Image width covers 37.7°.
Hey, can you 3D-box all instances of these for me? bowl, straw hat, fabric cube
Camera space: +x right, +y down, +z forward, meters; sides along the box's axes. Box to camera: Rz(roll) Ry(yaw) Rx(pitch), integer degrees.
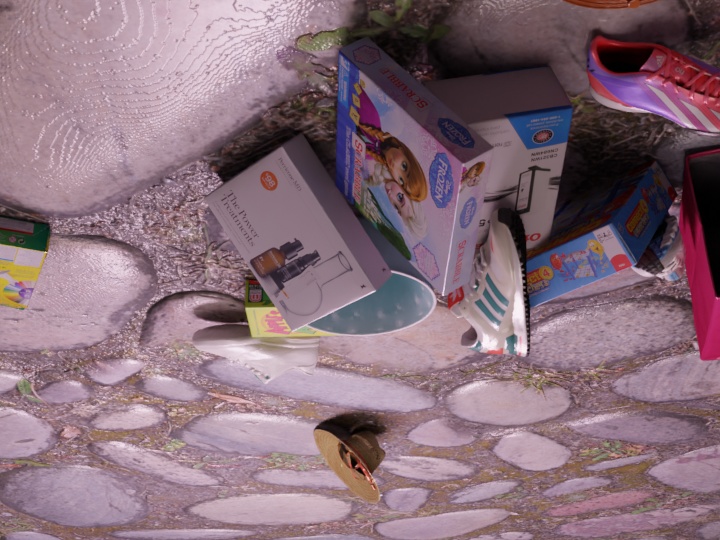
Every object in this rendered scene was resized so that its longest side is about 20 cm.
[{"bbox_3d":[0.000,0.000,1.409,0.199,0.106,0.201,-1,151,-1],"label":"bowl"},{"bbox_3d":[0.003,0.363,2.093,0.085,0.201,0.201,-39,162,-23],"label":"straw hat"},{"bbox_3d":[0.506,-0.023,1.292,0.195,0.201,0.200,-8,153,10],"label":"fabric cube"}]

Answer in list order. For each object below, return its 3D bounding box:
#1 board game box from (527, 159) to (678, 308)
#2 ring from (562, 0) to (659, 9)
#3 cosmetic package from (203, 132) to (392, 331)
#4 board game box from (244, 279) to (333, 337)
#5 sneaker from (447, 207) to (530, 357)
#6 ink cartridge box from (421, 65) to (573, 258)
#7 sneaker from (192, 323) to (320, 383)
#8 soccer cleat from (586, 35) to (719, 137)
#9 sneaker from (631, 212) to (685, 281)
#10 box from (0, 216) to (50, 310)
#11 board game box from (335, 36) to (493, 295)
[{"bbox_3d":[0.261,-0.037,1.273,0.199,0.196,0.056,-27,100,38],"label":"board game box"},{"bbox_3d":[0.247,-0.302,0.954,0.199,0.019,0.201,0,152,0],"label":"ring"},{"bbox_3d":[-0.076,-0.042,1.264,0.150,0.052,0.201,-28,100,37],"label":"cosmetic package"},{"bbox_3d":[-0.067,0.056,1.569,0.199,0.048,0.102,-1,152,0],"label":"board game box"},{"bbox_3d":[0.141,0.020,1.180,0.093,0.071,0.201,-2,131,11],"label":"sneaker"},{"bbox_3d":[0.141,-0.112,1.157,0.145,0.085,0.201,-10,136,-9],"label":"ink cartridge box"},{"bbox_3d":[-0.163,0.133,1.646,0.199,0.089,0.075,3,-164,-8],"label":"sneaker"},{"bbox_3d":[0.318,-0.187,1.054,0.199,0.068,0.073,20,161,30],"label":"soccer cleat"},{"bbox_3d":[0.366,-0.022,1.276,0.075,0.200,0.087,-28,99,23],"label":"sneaker"},{"bbox_3d":[-0.497,-0.006,1.439,0.117,0.049,0.200,11,147,-22],"label":"box"},{"bbox_3d":[0.047,-0.106,1.098,0.041,0.200,0.201,-29,147,-24],"label":"board game box"}]
